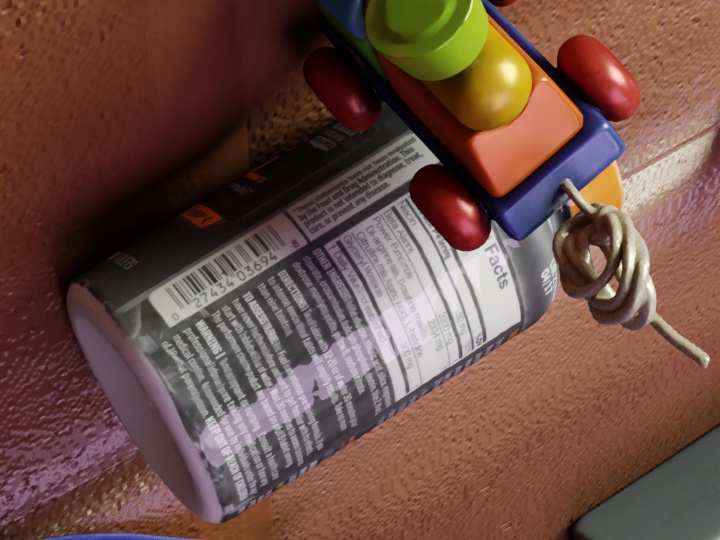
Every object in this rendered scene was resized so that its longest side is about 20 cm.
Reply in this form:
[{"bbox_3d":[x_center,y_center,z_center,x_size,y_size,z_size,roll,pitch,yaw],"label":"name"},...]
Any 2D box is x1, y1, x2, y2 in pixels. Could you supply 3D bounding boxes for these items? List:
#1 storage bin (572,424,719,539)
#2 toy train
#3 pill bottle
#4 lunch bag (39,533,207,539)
[{"bbox_3d":[0.206,0.153,1.398,0.200,0.146,0.134,-31,121,-15],"label":"storage bin"},{"bbox_3d":[0.042,-0.059,0.867,0.085,0.200,0.116,-41,145,1],"label":"toy train"},{"bbox_3d":[0.000,0.000,0.984,0.200,0.106,0.106,-32,148,-15],"label":"pill bottle"},{"bbox_3d":[-0.103,0.204,1.124,0.200,0.124,0.170,15,120,-37],"label":"lunch bag"}]
